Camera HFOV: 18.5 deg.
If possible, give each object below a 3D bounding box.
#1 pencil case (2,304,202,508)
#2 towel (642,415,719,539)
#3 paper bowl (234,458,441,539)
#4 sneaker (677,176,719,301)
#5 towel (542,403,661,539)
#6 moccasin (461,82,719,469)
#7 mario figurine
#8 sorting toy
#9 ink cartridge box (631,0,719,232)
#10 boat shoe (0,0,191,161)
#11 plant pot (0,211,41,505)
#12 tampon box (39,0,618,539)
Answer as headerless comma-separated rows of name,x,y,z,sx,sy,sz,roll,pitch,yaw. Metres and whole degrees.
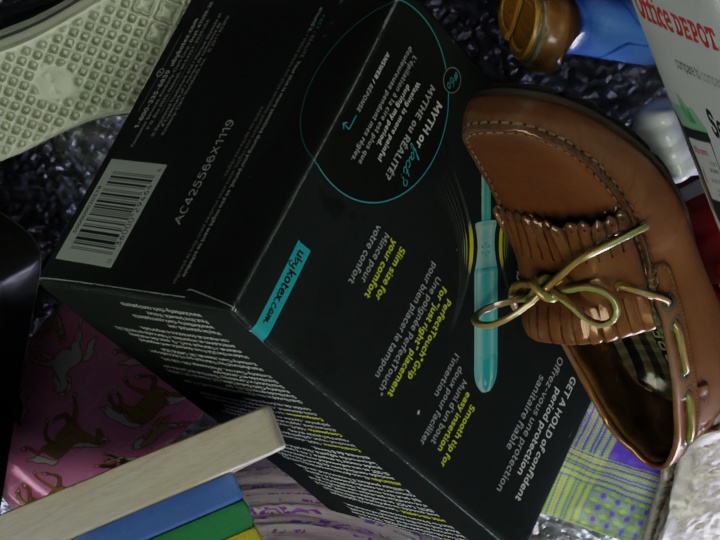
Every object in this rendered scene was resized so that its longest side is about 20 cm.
pencil case,-0.105,0.042,1.056,0.082,0.087,0.200,6,141,-45
towel,0.206,0.133,1.089,0.131,0.035,0.201,0,130,-7
paper bowl,-0.038,0.175,1.125,0.199,0.105,0.202,-1,133,-1
sneaker,0.178,0.000,0.944,0.200,0.116,0.078,-40,105,19
towel,0.138,0.059,1.072,0.142,0.023,0.201,19,127,-5
moccasin,0.091,0.005,0.875,0.073,0.078,0.202,10,147,33
mario figurine,0.163,-0.103,0.872,0.198,0.107,0.124,9,136,-18
sorting toy,-0.134,0.136,0.919,0.199,0.199,0.070,-22,86,-19
ink cartridge box,0.175,-0.035,0.788,0.083,0.145,0.201,-24,104,-1
boat shoe,-0.108,-0.100,0.972,0.198,0.062,0.075,-18,118,4
plant pot,-0.284,0.050,0.995,0.199,0.177,0.201,32,131,19
tampon box,0.000,0.000,0.919,0.126,0.151,0.200,8,154,46
